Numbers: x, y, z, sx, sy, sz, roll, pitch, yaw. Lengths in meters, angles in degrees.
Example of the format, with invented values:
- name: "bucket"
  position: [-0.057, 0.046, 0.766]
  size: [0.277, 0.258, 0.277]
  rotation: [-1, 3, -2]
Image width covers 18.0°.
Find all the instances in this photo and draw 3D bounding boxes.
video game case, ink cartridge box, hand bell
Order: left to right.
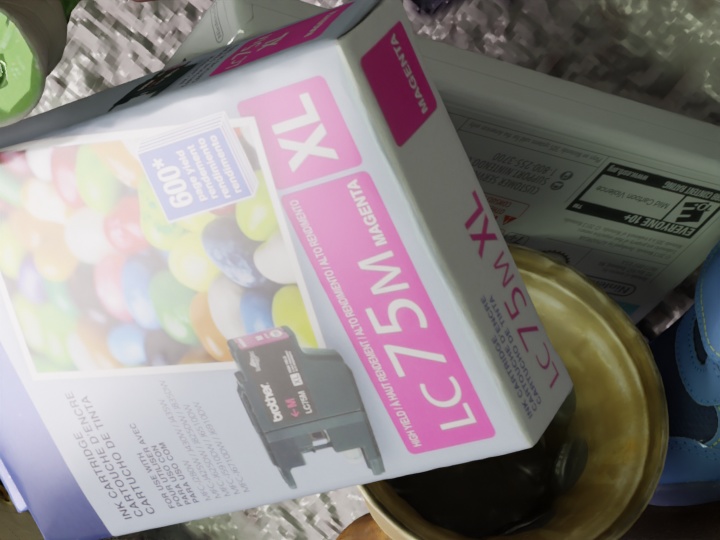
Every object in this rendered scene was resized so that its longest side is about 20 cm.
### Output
- name: "ink cartridge box"
  position: [-0.054, 0.009, 0.623]
  size: [0.200, 0.042, 0.119]
  rotation: [-14, 110, 35]
- name: "video game case"
  position: [0.000, 0.000, 0.705]
  size: [0.200, 0.024, 0.182]
  rotation: [13, 137, -33]
- name: "hand bell"
  position: [0.017, 0.080, 0.746]
  size: [0.104, 0.104, 0.200]
  rotation: [36, 151, 3]

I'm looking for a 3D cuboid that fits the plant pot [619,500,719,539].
- name: "plant pot"
  position: [0.158, 0.148, 0.696]
  size: [0.198, 0.200, 0.201]
  rotation: [0, 119, 36]

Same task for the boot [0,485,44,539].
- name: "boot"
  position: [-0.119, 0.132, 0.842]
  size: [0.155, 0.073, 0.200]
  rotation: [34, 167, 2]

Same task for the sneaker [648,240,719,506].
- name: "sneaker"
  position: [0.137, -0.003, 0.671]
  size: [0.082, 0.074, 0.200]
  rotation: [38, 122, -24]

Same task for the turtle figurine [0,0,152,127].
- name: "turtle figurine"
  position: [-0.103, -0.130, 0.639]
  size: [0.144, 0.194, 0.200]
  rotation: [-27, 108, 16]
